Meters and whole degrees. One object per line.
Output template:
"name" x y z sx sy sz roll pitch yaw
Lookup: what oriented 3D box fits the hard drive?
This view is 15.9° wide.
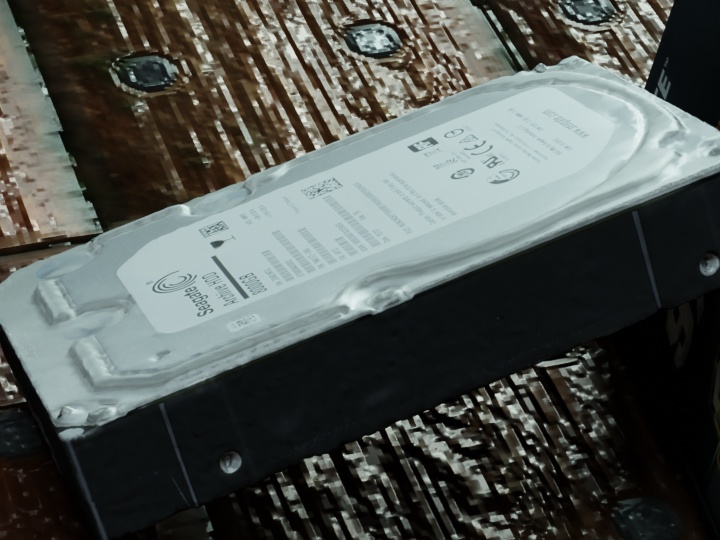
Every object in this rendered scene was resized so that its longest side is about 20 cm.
"hard drive" 0.000 0.000 0.723 0.199 0.038 0.140 -23 21 -9

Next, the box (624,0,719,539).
"box" 0.131 -0.034 0.714 0.046 0.200 0.159 3 39 -17
